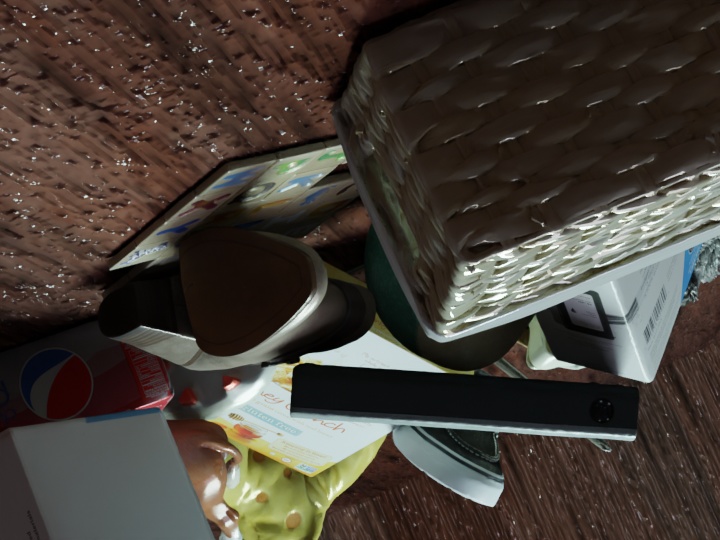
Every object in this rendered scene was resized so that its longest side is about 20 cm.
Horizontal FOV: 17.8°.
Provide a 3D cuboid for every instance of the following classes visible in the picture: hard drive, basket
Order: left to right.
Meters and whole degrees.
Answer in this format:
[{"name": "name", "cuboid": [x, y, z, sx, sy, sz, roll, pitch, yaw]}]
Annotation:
[{"name": "hard drive", "cuboid": [0.058, 0.077, 1.370, 0.199, 0.033, 0.140, 4, 178, 0]}, {"name": "basket", "cuboid": [0.101, -0.071, 1.094, 0.199, 0.136, 0.123, -22, 166, -9]}]

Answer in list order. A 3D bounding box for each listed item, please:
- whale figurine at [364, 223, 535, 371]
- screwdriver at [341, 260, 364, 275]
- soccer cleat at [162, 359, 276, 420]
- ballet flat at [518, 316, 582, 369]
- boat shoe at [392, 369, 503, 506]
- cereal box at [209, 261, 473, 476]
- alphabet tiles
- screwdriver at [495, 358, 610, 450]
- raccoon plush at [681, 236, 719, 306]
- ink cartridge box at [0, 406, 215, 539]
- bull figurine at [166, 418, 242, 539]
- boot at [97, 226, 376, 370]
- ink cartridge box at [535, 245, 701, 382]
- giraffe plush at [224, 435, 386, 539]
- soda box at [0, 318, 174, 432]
[{"name": "whale figurine", "cuboid": [0.076, -0.028, 1.405, 0.200, 0.103, 0.160, -43, 151, -44]}, {"name": "screwdriver", "cuboid": [0.000, 0.000, 1.542, 0.199, 0.028, 0.029, -27, 141, 22]}, {"name": "soccer cleat", "cuboid": [-0.129, 0.082, 1.539, 0.199, 0.070, 0.077, -21, 154, 30]}, {"name": "ballet flat", "cuboid": [0.103, 0.029, 1.497, 0.199, 0.065, 0.071, 23, 139, -13]}, {"name": "boat shoe", "cuboid": [0.063, 0.097, 1.605, 0.071, 0.072, 0.200, -57, -159, 10]}, {"name": "cereal box", "cuboid": [-0.034, 0.069, 1.565, 0.143, 0.040, 0.200, 27, 145, -22]}, {"name": "alphabet tiles", "cuboid": [-0.060, -0.031, 1.292, 0.167, 0.008, 0.200, -16, 167, -40]}, {"name": "screwdriver", "cuboid": [0.089, 0.060, 1.560, 0.028, 0.200, 0.029, -46, 172, -27]}, {"name": "raccoon plush", "cuboid": [0.238, -0.065, 1.680, 0.200, 0.097, 0.134, -52, 161, -7]}, {"name": "ink cartridge box", "cuboid": [-0.204, 0.191, 1.354, 0.200, 0.147, 0.147, -30, 167, 29]}, {"name": "bull figurine", "cuboid": [-0.168, 0.133, 1.498, 0.199, 0.065, 0.122, 2, 146, 19]}, {"name": "boot", "cuboid": [-0.046, 0.019, 1.306, 0.146, 0.071, 0.199, 6, 170, -44]}, {"name": "ink cartridge box", "cuboid": [0.141, -0.031, 1.322, 0.068, 0.116, 0.200, 14, 158, 22]}, {"name": "giraffe plush", "cuboid": [-0.098, 0.143, 1.773, 0.172, 0.201, 0.162, -14, 145, 43]}, {"name": "soda box", "cuboid": [-0.217, 0.088, 1.393, 0.199, 0.064, 0.070, -19, 169, -22]}]
